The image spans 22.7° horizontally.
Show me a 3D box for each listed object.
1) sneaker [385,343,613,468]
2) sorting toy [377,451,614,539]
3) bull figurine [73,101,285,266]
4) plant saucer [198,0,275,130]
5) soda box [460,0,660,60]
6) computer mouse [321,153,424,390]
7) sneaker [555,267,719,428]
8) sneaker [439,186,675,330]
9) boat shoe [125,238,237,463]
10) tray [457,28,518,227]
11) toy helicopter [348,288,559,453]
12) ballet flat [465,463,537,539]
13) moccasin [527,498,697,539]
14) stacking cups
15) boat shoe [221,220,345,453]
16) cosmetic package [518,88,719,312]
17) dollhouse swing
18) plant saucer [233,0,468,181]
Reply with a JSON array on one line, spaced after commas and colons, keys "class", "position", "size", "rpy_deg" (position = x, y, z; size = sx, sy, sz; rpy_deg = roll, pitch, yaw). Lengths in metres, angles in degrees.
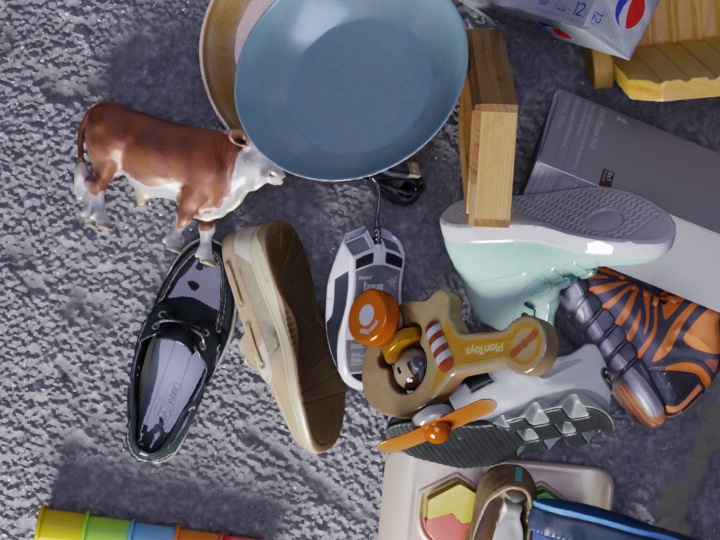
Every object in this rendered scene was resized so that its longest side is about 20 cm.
[{"class": "sneaker", "position": [0.118, 0.109, 1.512], "size": [0.199, 0.074, 0.089], "rpy_deg": [-10, 50, 21]}, {"class": "sorting toy", "position": [0.112, 0.255, 1.547], "size": [0.198, 0.036, 0.187], "rpy_deg": [6, 91, 1]}, {"class": "bull figurine", "position": [-0.154, -0.078, 1.515], "size": [0.199, 0.065, 0.122], "rpy_deg": [17, 86, 21]}, {"class": "plant saucer", "position": [-0.037, -0.186, 1.537], "size": [0.198, 0.035, 0.202], "rpy_deg": [0, 95, 3]}, {"class": "soda box", "position": [0.152, -0.231, 1.461], "size": [0.063, 0.200, 0.069], "rpy_deg": [26, 91, -38]}, {"class": "computer mouse", "position": [0.000, 0.000, 1.530], "size": [0.109, 0.044, 0.202], "rpy_deg": [1, 97, -41]}, {"class": "sneaker", "position": [0.231, 0.026, 1.532], "size": [0.112, 0.078, 0.201], "rpy_deg": [-34, 86, -13]}, {"class": "sneaker", "position": [0.168, 0.000, 1.446], "size": [0.199, 0.074, 0.119], "rpy_deg": [3, 125, 33]}, {"class": "boat shoe", "position": [-0.157, 0.069, 1.532], "size": [0.074, 0.066, 0.201], "rpy_deg": [23, 91, 1]}, {"class": "tray", "position": [0.100, -0.119, 1.448], "size": [0.037, 0.200, 0.099], "rpy_deg": [2, 114, -1]}, {"class": "toy helicopter", "position": [0.076, 0.079, 1.446], "size": [0.079, 0.199, 0.133], "rpy_deg": [20, 68, -42]}, {"class": "ballet flat", "position": [0.110, 0.262, 1.497], "size": [0.067, 0.072, 0.202], "rpy_deg": [15, 91, -3]}, {"class": "moccasin", "position": [0.223, 0.243, 1.497], "size": [0.199, 0.080, 0.069], "rpy_deg": [21, 91, -24]}, {"class": "stacking cups", "position": [-0.179, 0.239, 1.546], "size": [0.198, 0.061, 0.061], "rpy_deg": [6, 91, -5]}, {"class": "boat shoe", "position": [-0.067, 0.059, 1.537], "size": [0.064, 0.071, 0.202], "rpy_deg": [-12, 93, 34]}, {"class": "cosmetic package", "position": [0.235, -0.058, 1.497], "size": [0.199, 0.107, 0.091], "rpy_deg": [19, 135, 1]}, {"class": "dollhouse swing", "position": [0.287, -0.229, 1.469], "size": [0.198, 0.176, 0.183], "rpy_deg": [-5, 91, 2]}, {"class": "plant saucer", "position": [-0.004, -0.158, 1.474], "size": [0.199, 0.039, 0.203], "rpy_deg": [-6, 67, 15]}]
